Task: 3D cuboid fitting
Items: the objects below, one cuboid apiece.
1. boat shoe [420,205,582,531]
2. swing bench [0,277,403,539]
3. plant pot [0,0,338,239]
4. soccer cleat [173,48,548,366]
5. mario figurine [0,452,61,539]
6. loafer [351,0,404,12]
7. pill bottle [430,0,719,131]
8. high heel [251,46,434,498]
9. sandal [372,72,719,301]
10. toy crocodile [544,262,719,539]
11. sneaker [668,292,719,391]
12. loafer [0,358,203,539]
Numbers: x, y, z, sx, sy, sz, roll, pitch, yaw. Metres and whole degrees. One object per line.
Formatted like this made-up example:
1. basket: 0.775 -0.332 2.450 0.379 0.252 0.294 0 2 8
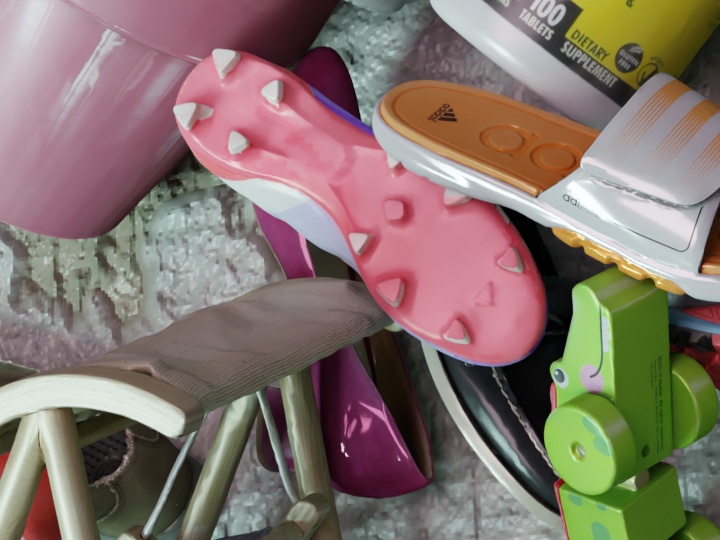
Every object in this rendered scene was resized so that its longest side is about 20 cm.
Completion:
1. boat shoe: 0.068 0.015 1.103 0.066 0.074 0.200 -41 52 29
2. swing bench: -0.081 0.109 1.049 0.129 0.199 0.202 11 105 25
3. plant pot: -0.127 -0.123 1.194 0.200 0.199 0.180 48 119 30
4. soccer cleat: 0.004 -0.026 1.083 0.199 0.076 0.067 36 89 20
5. mario figurine: -0.193 0.145 1.151 0.106 0.123 0.200 54 141 3
6. loafer: -0.004 -0.193 1.153 0.070 0.075 0.201 -56 33 25
7. pill bottle: 0.128 -0.164 1.087 0.112 0.112 0.201 42 100 31
8. high heel: 0.000 0.000 1.144 0.095 0.067 0.202 3 85 41
9. sandal: 0.096 -0.049 1.004 0.205 0.079 0.060 20 129 20
10. toy crocodile: 0.105 0.090 1.030 0.062 0.067 0.201 18 126 43
11. sneaker: 0.206 0.007 1.036 0.198 0.079 0.096 2 65 24
12. loafer: -0.164 0.074 1.218 0.199 0.070 0.076 14 65 28
